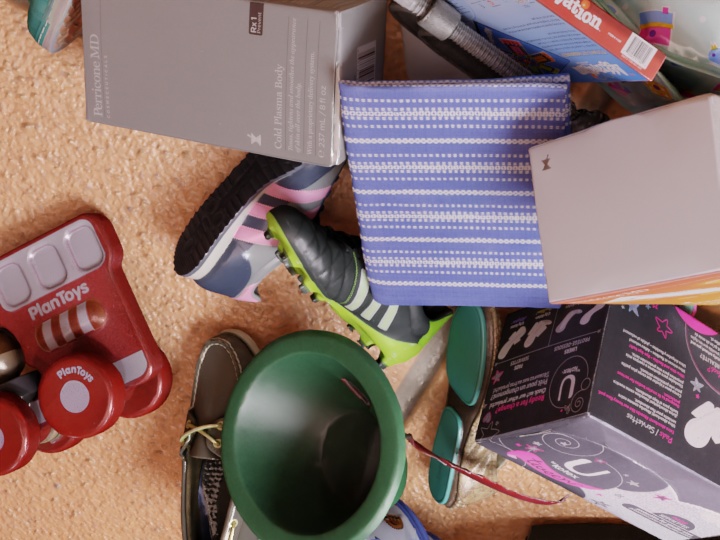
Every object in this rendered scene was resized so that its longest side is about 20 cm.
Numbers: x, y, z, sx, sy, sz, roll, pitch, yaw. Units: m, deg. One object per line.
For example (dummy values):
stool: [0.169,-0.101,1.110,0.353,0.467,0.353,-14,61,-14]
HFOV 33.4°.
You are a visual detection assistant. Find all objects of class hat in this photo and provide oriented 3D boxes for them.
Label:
hat: [0.013,0.152,0.955,0.166,0.200,0.176,-47,148,17]

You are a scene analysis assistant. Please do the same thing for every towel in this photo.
towel: [0.068,-0.047,0.793,0.145,0.024,0.200,0,136,9]

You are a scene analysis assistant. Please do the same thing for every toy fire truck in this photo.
toy fire truck: [-0.260,0.063,0.971,0.200,0.112,0.168,-24,87,16]

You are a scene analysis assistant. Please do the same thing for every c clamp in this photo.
c clamp: [0.090,-0.129,0.784,0.200,0.171,0.027,32,91,-23]

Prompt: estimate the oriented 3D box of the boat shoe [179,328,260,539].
boat shoe: [-0.112,0.149,0.973,0.072,0.060,0.202,0,92,33]

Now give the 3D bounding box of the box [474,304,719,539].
box: [0.207,0.109,0.879,0.200,0.115,0.132,30,150,-21]

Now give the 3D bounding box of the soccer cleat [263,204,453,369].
soccer cleat: [0.000,0.000,0.895,0.081,0.068,0.200,-41,136,3]

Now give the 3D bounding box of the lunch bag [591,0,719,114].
lunch bag: [0.214,-0.158,0.753,0.200,0.170,0.122,9,96,1]

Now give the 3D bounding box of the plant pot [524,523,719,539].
plant pot: [0.199,0.325,0.998,0.177,0.200,0.200,18,118,12]

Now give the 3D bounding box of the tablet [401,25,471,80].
tablet: [0.086,-0.230,0.829,0.130,0.014,0.200,-4,115,9]

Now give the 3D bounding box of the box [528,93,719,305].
box: [0.216,-0.035,0.733,0.124,0.200,0.098,-14,79,44]

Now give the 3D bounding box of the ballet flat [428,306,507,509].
ballet flat: [0.101,0.104,0.972,0.065,0.071,0.200,-3,122,-21]

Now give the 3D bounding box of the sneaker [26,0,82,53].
sneaker: [-0.200,-0.251,0.826,0.080,0.071,0.200,30,116,5]

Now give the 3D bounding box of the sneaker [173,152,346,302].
sneaker: [-0.052,-0.055,0.911,0.200,0.070,0.082,-42,128,20]

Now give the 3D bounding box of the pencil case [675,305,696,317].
pencil case: [0.157,-0.017,0.885,0.200,0.088,0.088,7,116,1]

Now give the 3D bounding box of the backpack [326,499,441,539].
backpack: [0.001,0.280,0.994,0.200,0.154,0.191,-32,74,37]

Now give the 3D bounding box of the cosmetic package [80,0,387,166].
cosmetic package: [-0.087,-0.144,0.818,0.200,0.090,0.107,9,114,20]

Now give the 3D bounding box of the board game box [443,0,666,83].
board game box: [0.101,-0.148,0.727,0.103,0.200,0.019,33,91,-14]
